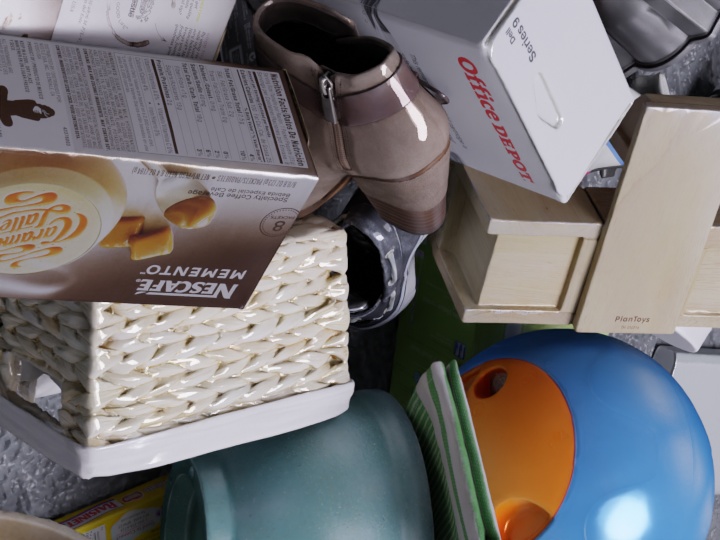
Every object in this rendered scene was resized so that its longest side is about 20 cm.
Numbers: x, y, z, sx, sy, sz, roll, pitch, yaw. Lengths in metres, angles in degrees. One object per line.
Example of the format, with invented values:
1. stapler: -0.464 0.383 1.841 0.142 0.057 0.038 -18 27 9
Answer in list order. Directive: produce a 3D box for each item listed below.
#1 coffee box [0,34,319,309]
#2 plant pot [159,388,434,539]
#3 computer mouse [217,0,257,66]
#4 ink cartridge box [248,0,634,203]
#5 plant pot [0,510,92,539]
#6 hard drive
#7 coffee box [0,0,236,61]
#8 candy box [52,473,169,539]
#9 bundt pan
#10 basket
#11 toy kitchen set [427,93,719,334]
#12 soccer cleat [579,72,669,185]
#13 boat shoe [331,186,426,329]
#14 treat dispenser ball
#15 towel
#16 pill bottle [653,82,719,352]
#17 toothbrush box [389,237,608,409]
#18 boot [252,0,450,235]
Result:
1. coffee box: -0.137 -0.048 0.916 0.199 0.080 0.115 4 140 -30
2. plant pot: -0.051 0.175 1.129 0.133 0.200 0.202 3 108 -21
3. computer mouse: -0.040 -0.177 1.106 0.199 0.044 0.110 -32 132 -35
4. ink cartridge box: 0.042 -0.136 1.025 0.084 0.199 0.146 -54 141 -15
5. plant pot: -0.231 0.275 1.048 0.199 0.200 0.185 -17 131 -37
6. hard drive: 0.312 0.135 1.582 0.199 0.026 0.133 5 105 -44
7. coffee box: -0.176 -0.158 0.937 0.199 0.113 0.080 16 98 -45
8. candy box: -0.148 0.193 1.184 0.199 0.026 0.103 -19 122 -36
9. bundt pan: 0.185 -0.236 1.183 0.075 0.202 0.203 26 91 -34
10. basket: -0.114 0.029 1.068 0.199 0.135 0.125 -10 111 -39
11. toy kitchen set: 0.154 -0.079 1.159 0.198 0.181 0.164 2 125 -17
12. soccer cleat: 0.157 -0.106 1.310 0.199 0.070 0.087 -10 100 -42
13. boat shoe: 0.000 0.000 1.145 0.068 0.072 0.200 -49 176 -25
14. treat dispenser ball: 0.133 0.139 1.176 0.200 0.200 0.203 -19 121 -35
15. towel: 0.034 0.172 1.118 0.023 0.153 0.201 3 139 -21
16. pill bottle: 0.282 -0.041 1.414 0.111 0.111 0.201 37 83 -45
17. toothbrush box: 0.105 0.050 1.311 0.145 0.086 0.202 -9 116 -39
18. boot: -0.031 -0.094 1.014 0.070 0.199 0.147 -56 145 -26
